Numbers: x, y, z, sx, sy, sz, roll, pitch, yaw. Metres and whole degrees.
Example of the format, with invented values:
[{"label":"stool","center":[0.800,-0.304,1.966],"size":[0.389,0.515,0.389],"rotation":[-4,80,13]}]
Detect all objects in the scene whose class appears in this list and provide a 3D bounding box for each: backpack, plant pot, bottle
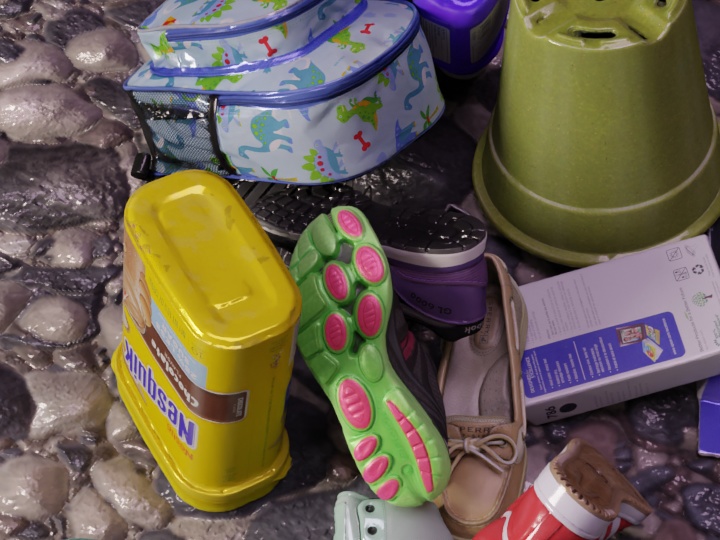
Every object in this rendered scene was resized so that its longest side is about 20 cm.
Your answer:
[{"label":"backpack","center":[-0.053,-0.146,1.360],"size":[0.200,0.147,0.183],"rotation":[10,38,35]},{"label":"plant pot","center":[0.177,-0.137,1.378],"size":[0.200,0.190,0.200],"rotation":[-4,51,5]},{"label":"bottle","center":[0.078,-0.198,1.433],"size":[0.065,0.200,0.084],"rotation":[24,81,8]}]

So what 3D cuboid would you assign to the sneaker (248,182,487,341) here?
[{"label":"sneaker","center":[0.000,0.000,1.299],"size":[0.200,0.088,0.076],"rotation":[17,34,39]}]

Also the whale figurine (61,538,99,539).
[{"label":"whale figurine","center":[-0.205,0.239,1.147],"size":[0.200,0.104,0.159],"rotation":[-23,61,-21]}]

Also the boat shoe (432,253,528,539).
[{"label":"boat shoe","center":[0.080,0.087,1.285],"size":[0.073,0.063,0.201],"rotation":[4,63,14]}]

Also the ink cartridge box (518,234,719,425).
[{"label":"ink cartridge box","center":[0.167,0.047,1.350],"size":[0.200,0.039,0.100],"rotation":[-14,57,3]}]

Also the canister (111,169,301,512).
[{"label":"canister","center":[-0.102,0.047,1.237],"size":[0.086,0.200,0.149],"rotation":[-22,60,-22]}]

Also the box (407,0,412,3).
[{"label":"box","center":[-0.027,-0.290,1.485],"size":[0.124,0.200,0.197],"rotation":[-32,64,-27]}]

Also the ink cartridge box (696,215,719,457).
[{"label":"ink cartridge box","center":[0.347,0.055,1.384],"size":[0.198,0.043,0.200],"rotation":[8,55,-2]}]

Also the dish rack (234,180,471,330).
[{"label":"dish rack","center":[-0.034,-0.017,1.382],"size":[0.200,0.055,0.153],"rotation":[29,56,14]}]

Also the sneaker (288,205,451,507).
[{"label":"sneaker","center":[0.005,0.057,1.232],"size":[0.077,0.084,0.200],"rotation":[-16,91,9]}]

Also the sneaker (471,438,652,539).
[{"label":"sneaker","center":[0.123,0.175,1.228],"size":[0.071,0.200,0.113],"rotation":[43,100,16]}]

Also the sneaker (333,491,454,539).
[{"label":"sneaker","center":[-0.023,0.208,1.209],"size":[0.200,0.074,0.118],"rotation":[-10,63,-25]}]
